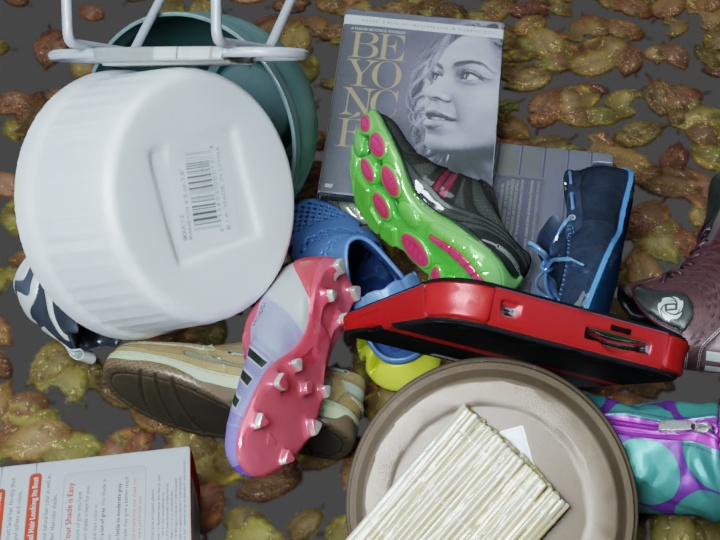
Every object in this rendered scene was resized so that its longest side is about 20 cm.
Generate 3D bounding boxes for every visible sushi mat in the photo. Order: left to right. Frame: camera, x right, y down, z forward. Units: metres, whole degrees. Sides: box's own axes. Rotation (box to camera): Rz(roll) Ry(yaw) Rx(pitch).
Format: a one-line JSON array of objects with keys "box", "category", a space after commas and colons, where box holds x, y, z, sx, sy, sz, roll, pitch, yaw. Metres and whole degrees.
[{"box": [0.038, 0.192, 0.811, 0.096, 0.012, 0.200, 41, 89, 17], "category": "sushi mat"}]

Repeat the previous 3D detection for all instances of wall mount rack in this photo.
[{"box": [-0.123, -0.187, 0.915, 0.198, 0.076, 0.174, 3, 8, 16], "category": "wall mount rack"}]

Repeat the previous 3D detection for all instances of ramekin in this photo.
[{"box": [-0.140, -0.051, 0.910, 0.097, 0.201, 0.201, -3, 40, 43], "category": "ramekin"}]

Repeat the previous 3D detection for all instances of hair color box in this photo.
[{"box": [-0.211, 0.193, 0.863, 0.197, 0.064, 0.112, -5, 49, -3], "category": "hair color box"}]

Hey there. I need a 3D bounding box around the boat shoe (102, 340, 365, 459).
[{"box": [-0.093, 0.084, 0.951, 0.198, 0.072, 0.077, 16, 52, 2], "category": "boat shoe"}]

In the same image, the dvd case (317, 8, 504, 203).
[{"box": [0.047, -0.143, 1.098, 0.147, 0.016, 0.202, 6, 61, 3], "category": "dvd case"}]

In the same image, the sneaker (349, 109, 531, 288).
[{"box": [0.061, -0.050, 1.015, 0.083, 0.077, 0.201, -18, 61, -41], "category": "sneaker"}]

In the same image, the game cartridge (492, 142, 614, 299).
[{"box": [0.145, -0.027, 1.056, 0.128, 0.039, 0.201, 4, 49, 12], "category": "game cartridge"}]

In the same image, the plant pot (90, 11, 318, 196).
[{"box": [-0.117, -0.130, 1.074, 0.198, 0.202, 0.134, 17, 25, 18], "category": "plant pot"}]

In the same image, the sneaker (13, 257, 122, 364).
[{"box": [-0.185, -0.014, 0.981, 0.199, 0.079, 0.130, -48, 53, 7], "category": "sneaker"}]

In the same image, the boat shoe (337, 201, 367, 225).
[{"box": [0.018, -0.123, 1.130, 0.074, 0.062, 0.202, 7, 61, 1], "category": "boat shoe"}]

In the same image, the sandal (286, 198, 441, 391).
[{"box": [0.000, 0.000, 1.006, 0.079, 0.088, 0.200, -28, 51, -18], "category": "sandal"}]

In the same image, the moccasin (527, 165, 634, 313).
[{"box": [0.169, -0.011, 0.981, 0.067, 0.081, 0.201, 9, 35, 15], "category": "moccasin"}]

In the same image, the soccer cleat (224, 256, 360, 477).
[{"box": [-0.060, 0.068, 0.895, 0.076, 0.067, 0.201, -10, 40, 31], "category": "soccer cleat"}]

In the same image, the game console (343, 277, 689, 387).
[{"box": [0.106, 0.047, 0.866, 0.198, 0.177, 0.031, 15, 78, -21], "category": "game console"}]

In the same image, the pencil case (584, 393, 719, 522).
[{"box": [0.161, 0.122, 0.884, 0.197, 0.093, 0.086, 5, 49, 9], "category": "pencil case"}]

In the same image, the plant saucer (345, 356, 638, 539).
[{"box": [0.085, 0.157, 0.833, 0.198, 0.029, 0.203, -2, 79, 9], "category": "plant saucer"}]

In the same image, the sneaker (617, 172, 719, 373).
[{"box": [0.263, -0.004, 1.002, 0.114, 0.076, 0.201, 0, 49, 8], "category": "sneaker"}]
